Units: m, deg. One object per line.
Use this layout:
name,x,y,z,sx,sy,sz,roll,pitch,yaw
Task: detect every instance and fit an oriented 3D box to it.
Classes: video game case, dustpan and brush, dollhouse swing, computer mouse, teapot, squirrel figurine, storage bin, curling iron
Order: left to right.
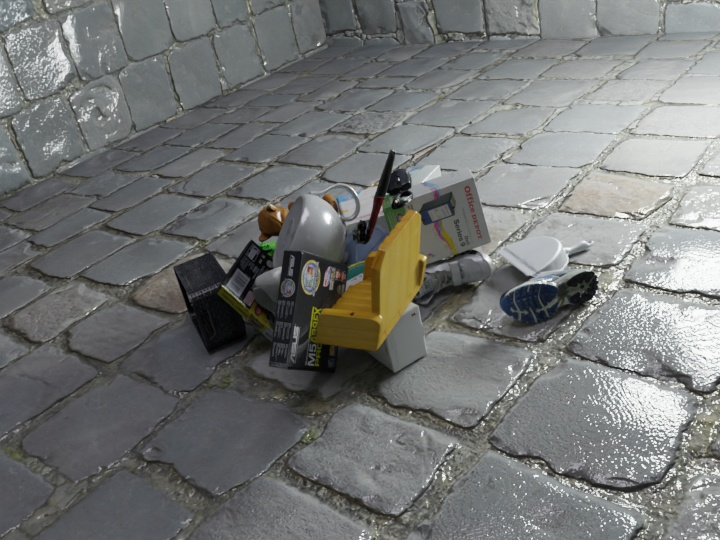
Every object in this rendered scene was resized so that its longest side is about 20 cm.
storage bin,-0.324,0.063,1.648,0.092,0.138,0.200,-21,28,-17
video game case,-0.196,0.048,1.595,0.025,0.180,0.201,-41,13,28
squirrel figurine,-0.145,-0.096,1.802,0.182,0.144,0.201,11,27,-28
teapot,-0.090,-0.058,1.629,0.143,0.201,0.201,20,47,-17
dollhouse swing,0.011,0.003,1.329,0.178,0.179,0.201,4,35,31
curling iron,0.032,-0.140,1.517,0.025,0.204,0.049,32,21,27
computer mouse,0.076,-0.168,1.544,0.057,0.035,0.201,-17,21,7
dustpan and brush,0.401,-0.036,1.601,0.196,0.058,0.140,-27,30,-10

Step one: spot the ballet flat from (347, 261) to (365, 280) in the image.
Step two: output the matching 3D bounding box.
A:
ballet flat,-0.047,0.051,1.571,0.200,0.067,0.067,-44,12,-2

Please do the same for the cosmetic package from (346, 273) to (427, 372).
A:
cosmetic package,0.034,0.094,1.455,0.083,0.110,0.199,-25,28,-22

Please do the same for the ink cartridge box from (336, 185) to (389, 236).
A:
ink cartridge box,0.027,-0.094,1.794,0.125,0.128,0.201,-14,28,-2

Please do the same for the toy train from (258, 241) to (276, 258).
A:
toy train,-0.196,-0.026,1.871,0.055,0.043,0.200,-12,25,-22

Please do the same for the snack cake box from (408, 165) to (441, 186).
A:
snack cake box,0.142,-0.115,1.695,0.066,0.205,0.115,3,30,32

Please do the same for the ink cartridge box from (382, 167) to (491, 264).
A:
ink cartridge box,0.154,-0.104,1.573,0.195,0.149,0.088,-18,20,4

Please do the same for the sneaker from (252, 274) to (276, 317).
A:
sneaker,-0.135,0.091,1.522,0.070,0.080,0.202,-42,65,19

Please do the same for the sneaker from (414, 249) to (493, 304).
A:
sneaker,0.171,0.017,1.577,0.195,0.077,0.115,-2,29,33

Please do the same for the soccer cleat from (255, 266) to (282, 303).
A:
soccer cleat,-0.120,0.044,1.452,0.076,0.200,0.071,-5,65,28

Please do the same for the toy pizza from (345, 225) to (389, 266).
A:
toy pizza,0.000,0.000,1.635,0.197,0.031,0.205,-25,51,35

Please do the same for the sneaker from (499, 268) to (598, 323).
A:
sneaker,0.348,0.043,1.459,0.195,0.079,0.085,-12,16,-14

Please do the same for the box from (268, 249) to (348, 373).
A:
box,-0.090,0.077,1.382,0.043,0.206,0.159,4,-7,30
